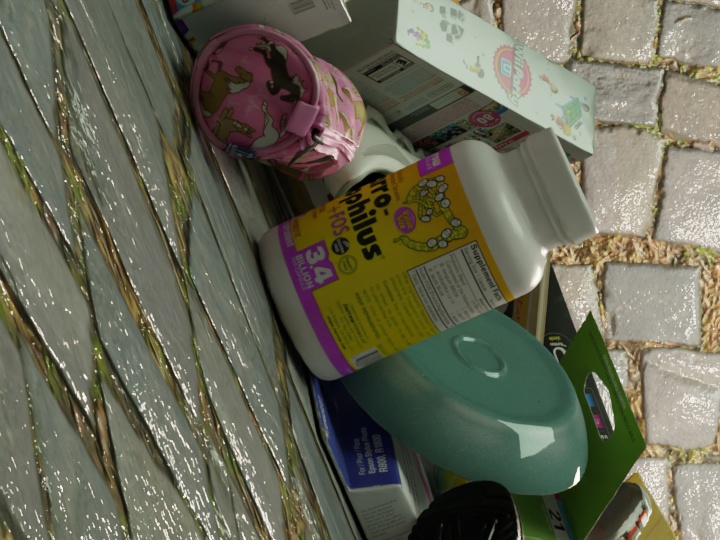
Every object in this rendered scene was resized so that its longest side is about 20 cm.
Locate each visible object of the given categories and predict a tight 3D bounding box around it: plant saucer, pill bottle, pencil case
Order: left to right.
[{"bbox_3d":[-0.048,-0.102,1.524,0.200,0.082,0.087,4,76,-83],"label":"pencil case"},{"bbox_3d":[0.044,-0.015,1.525,0.104,0.199,0.105,-24,90,-84],"label":"pill bottle"},{"bbox_3d":[0.072,0.068,1.614,0.199,0.036,0.200,25,27,-13],"label":"plant saucer"}]

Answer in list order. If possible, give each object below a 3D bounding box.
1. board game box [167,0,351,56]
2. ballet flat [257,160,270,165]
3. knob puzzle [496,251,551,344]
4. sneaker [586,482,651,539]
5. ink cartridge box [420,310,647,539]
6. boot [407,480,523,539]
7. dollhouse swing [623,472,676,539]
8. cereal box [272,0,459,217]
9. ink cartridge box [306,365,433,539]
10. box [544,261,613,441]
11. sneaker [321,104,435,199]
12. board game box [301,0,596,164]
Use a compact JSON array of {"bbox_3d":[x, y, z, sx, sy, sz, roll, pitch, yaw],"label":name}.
[{"bbox_3d":[-0.091,-0.248,1.579,0.105,0.102,0.201,58,13,-71],"label":"board game box"},{"bbox_3d":[-0.070,-0.172,1.659,0.067,0.068,0.201,-32,-104,58],"label":"ballet flat"},{"bbox_3d":[0.058,0.049,1.874,0.030,0.219,0.221,11,50,-43],"label":"knob puzzle"},{"bbox_3d":[0.133,0.203,1.841,0.082,0.199,0.077,61,-25,-6],"label":"sneaker"},{"bbox_3d":[0.106,0.139,1.718,0.201,0.075,0.148,-61,-152,31],"label":"ink cartridge box"},{"bbox_3d":[0.085,0.256,1.516,0.201,0.076,0.169,-85,156,-44],"label":"boot"},{"bbox_3d":[0.218,0.310,2.003,0.176,0.182,0.200,39,-31,8],"label":"dollhouse swing"},{"bbox_3d":[0.008,-0.133,1.855,0.039,0.200,0.144,21,-31,38],"label":"cereal box"},{"bbox_3d":[0.014,0.124,1.618,0.197,0.043,0.201,-103,174,-58],"label":"ink cartridge box"},{"bbox_3d":[0.106,0.114,1.955,0.149,0.124,0.201,117,-38,-51],"label":"box"},{"bbox_3d":[0.039,-0.043,1.718,0.199,0.074,0.089,23,35,-38],"label":"sneaker"},{"bbox_3d":[0.049,-0.120,1.744,0.199,0.147,0.065,26,55,-36],"label":"board game box"}]
